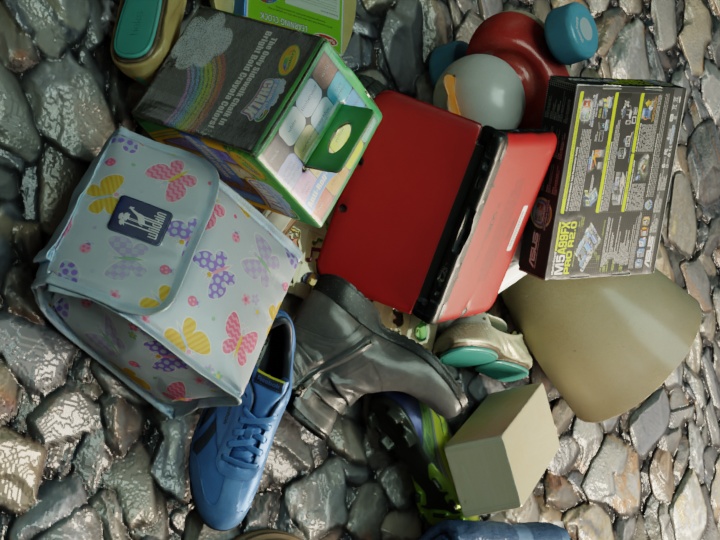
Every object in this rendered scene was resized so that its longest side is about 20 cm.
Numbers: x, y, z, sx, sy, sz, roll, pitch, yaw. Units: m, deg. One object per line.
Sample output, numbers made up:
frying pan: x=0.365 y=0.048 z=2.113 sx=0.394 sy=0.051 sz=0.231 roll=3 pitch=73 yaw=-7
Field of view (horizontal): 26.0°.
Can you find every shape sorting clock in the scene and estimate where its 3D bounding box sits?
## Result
shape sorting clock: x=-0.075 y=-0.277 z=1.520 sx=0.199 sy=0.039 sz=0.202 roll=5 pitch=83 yaw=-48

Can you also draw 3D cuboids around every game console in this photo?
game console: x=0.076 y=-0.064 z=1.511 sx=0.172 sy=0.118 sz=0.201 roll=-9 pitch=125 yaw=-53

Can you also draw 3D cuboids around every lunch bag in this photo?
lunch bag: x=-0.166 y=0.001 z=1.316 sx=0.200 sy=0.127 sz=0.170 roll=42 pitch=52 yaw=-27

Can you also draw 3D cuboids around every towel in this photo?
towel: x=0.126 y=0.298 z=1.579 sx=0.199 sy=0.112 sz=0.049 roll=12 pitch=39 yaw=-45

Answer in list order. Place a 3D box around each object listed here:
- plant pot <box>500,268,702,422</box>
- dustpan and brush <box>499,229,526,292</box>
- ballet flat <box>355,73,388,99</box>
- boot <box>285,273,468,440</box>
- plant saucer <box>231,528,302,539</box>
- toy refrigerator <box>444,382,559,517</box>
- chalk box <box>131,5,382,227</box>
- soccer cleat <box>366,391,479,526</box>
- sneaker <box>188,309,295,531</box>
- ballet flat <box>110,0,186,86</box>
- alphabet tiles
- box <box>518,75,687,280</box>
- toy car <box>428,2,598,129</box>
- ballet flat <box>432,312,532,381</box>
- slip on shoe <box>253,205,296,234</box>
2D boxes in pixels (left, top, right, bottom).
plant pot: x=0.240 y=0.031 z=1.720 sx=0.200 sy=0.187 sz=0.188 roll=44 pitch=53 yaw=-14
dustpan and brush: x=0.139 y=-0.065 z=1.570 sx=0.139 sy=0.057 sz=0.201 roll=-33 pitch=117 yaw=-9
ballet flat: x=-0.034 y=-0.160 z=1.522 sx=0.199 sy=0.057 sz=0.067 roll=-17 pitch=123 yaw=-47
boot: x=-0.003 y=0.111 z=1.485 sx=0.200 sy=0.070 sz=0.132 roll=39 pitch=74 yaw=-11
plant saucer: x=-0.078 y=0.337 z=1.417 sx=0.199 sy=0.029 sz=0.202 roll=11 pitch=75 yaw=-44
toy refrigerator: x=0.146 y=0.182 z=1.606 sx=0.200 sy=0.069 sz=0.077 roll=-33 pitch=108 yaw=-68
chalk box: x=-0.071 y=-0.129 z=1.348 sx=0.125 sy=0.199 sz=0.124 roll=-59 pitch=144 yaw=-13
soccer cleat: x=0.077 y=0.190 z=1.581 sx=0.084 sy=0.064 sz=0.201 roll=-49 pitch=117 yaw=-42
sneaker: x=-0.101 y=0.130 z=1.373 sx=0.066 sy=0.078 sz=0.202 roll=18 pitch=79 yaw=-20
ballet flat: x=-0.181 y=-0.258 z=1.403 sx=0.063 sy=0.068 sz=0.202 roll=55 pitch=44 yaw=-62
alphabet tiles: x=0.000 y=0.000 z=1.536 sx=0.199 sy=0.008 sz=0.168 roll=22 pitch=70 yaw=-27
box: x=0.247 y=-0.094 z=1.585 sx=0.159 sy=0.044 sz=0.202 roll=-4 pitch=108 yaw=-35
toy car: x=0.140 y=-0.163 z=1.609 sx=0.200 sy=0.183 sz=0.178 roll=-36 pitch=109 yaw=-50
ballet flat: x=0.124 y=0.074 z=1.639 sx=0.200 sy=0.067 sz=0.063 roll=27 pitch=51 yaw=-63
slip on shoe: x=-0.062 y=-0.090 z=1.471 sx=0.060 sy=0.076 sz=0.200 roll=37 pitch=67 yaw=4
